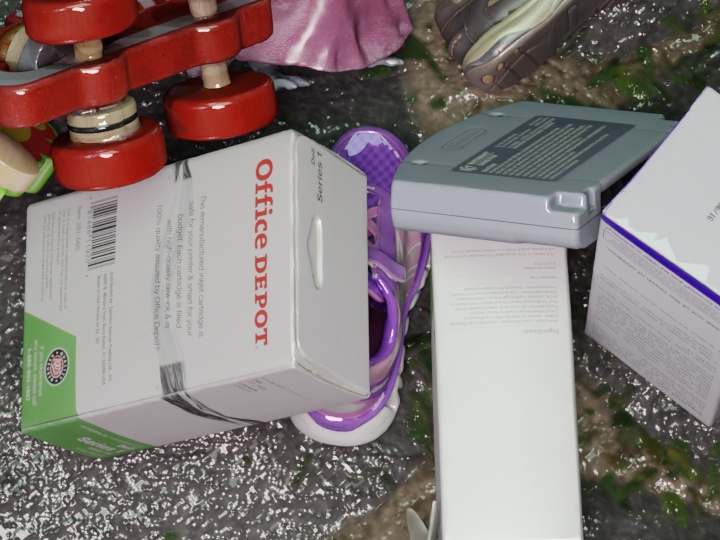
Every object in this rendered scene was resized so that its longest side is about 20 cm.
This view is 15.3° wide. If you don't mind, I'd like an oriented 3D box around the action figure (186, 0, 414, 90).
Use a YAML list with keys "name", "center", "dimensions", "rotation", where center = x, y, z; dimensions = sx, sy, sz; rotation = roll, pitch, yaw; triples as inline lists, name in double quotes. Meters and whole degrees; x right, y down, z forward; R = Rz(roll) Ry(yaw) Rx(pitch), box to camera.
- name: "action figure"
  center: [-0.027, -0.220, 1.660]
  dimensions: [0.149, 0.134, 0.200]
  rotation: [2, 108, 23]

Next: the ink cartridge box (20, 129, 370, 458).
- name: "ink cartridge box"
  center: [-0.096, 0.017, 1.559]
  dimensions: [0.200, 0.084, 0.146]
  rotation: [-13, 66, 30]

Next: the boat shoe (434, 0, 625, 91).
- name: "boat shoe"
  center: [0.131, -0.197, 1.690]
  dimensions: [0.200, 0.075, 0.073]
  rotation: [-37, 73, -13]

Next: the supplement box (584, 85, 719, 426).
- name: "supplement box"
  center: [0.201, -0.004, 1.546]
  dimensions: [0.103, 0.200, 0.101]
  rotation: [36, 73, 15]

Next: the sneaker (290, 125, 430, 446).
- name: "sneaker"
  center: [0.000, 0.000, 1.610]
  dimensions: [0.080, 0.088, 0.200]
  rotation: [5, 68, 5]

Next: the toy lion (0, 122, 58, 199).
- name: "toy lion"
  center: [-0.268, -0.103, 1.598]
  dimensions: [0.200, 0.192, 0.069]
  rotation: [32, 108, -20]

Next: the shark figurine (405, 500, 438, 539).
- name: "shark figurine"
  center: [-0.048, 0.203, 1.518]
  dimensions: [0.214, 0.090, 0.128]
  rotation: [-11, 73, 13]

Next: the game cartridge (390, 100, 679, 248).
- name: "game cartridge"
  center: [0.102, -0.058, 1.580]
  dimensions: [0.133, 0.200, 0.042]
  rotation: [3, 108, 26]

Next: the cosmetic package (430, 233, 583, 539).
- name: "cosmetic package"
  center: [0.084, 0.079, 1.567]
  dimensions: [0.085, 0.108, 0.200]
  rotation: [-1, 68, 1]

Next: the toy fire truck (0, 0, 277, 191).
- name: "toy fire truck"
  center: [-0.154, -0.129, 1.568]
  dimensions: [0.200, 0.112, 0.168]
  rotation: [-25, 25, -34]
